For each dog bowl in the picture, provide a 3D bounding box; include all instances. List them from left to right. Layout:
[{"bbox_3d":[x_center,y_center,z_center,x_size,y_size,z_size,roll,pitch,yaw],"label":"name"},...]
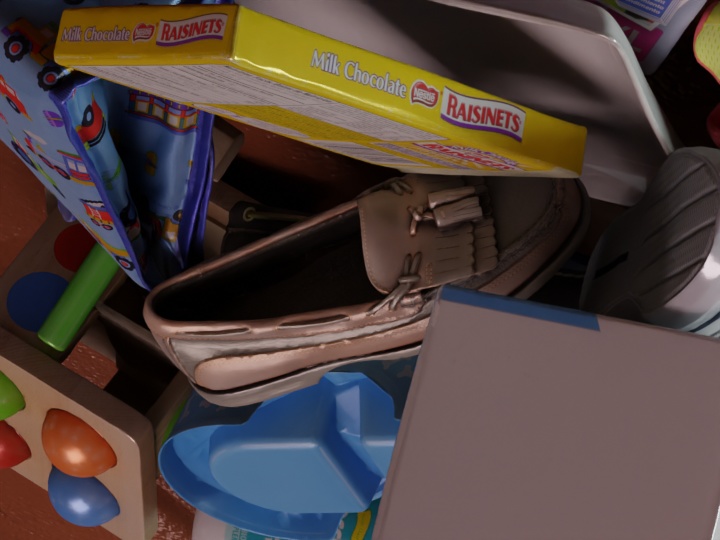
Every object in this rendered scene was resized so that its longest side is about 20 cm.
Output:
[{"bbox_3d":[0.005,0.077,1.303,0.199,0.050,0.112,-4,146,23],"label":"dog bowl"}]

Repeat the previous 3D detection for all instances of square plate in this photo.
[{"bbox_3d":[0.044,-0.087,1.173,0.197,0.029,0.200,17,166,25],"label":"square plate"}]

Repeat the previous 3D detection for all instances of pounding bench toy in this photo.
[{"bbox_3d":[-0.122,0.018,1.360,0.124,0.156,0.200,30,153,14],"label":"pounding bench toy"}]

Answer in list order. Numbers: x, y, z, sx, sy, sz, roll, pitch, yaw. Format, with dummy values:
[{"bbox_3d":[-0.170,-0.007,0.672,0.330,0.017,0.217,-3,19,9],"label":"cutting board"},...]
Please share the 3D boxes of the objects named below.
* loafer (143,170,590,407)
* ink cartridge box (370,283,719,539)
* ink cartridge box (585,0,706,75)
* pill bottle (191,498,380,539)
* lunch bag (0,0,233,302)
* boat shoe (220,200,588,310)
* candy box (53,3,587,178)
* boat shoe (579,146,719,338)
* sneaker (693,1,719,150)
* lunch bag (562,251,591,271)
[{"bbox_3d":[0.000,0.000,1.210,0.199,0.072,0.063,-24,141,20],"label":"loafer"},{"bbox_3d":[0.121,0.106,1.164,0.146,0.147,0.200,11,174,33],"label":"ink cartridge box"},{"bbox_3d":[0.095,-0.155,1.062,0.119,0.042,0.200,24,150,-4],"label":"ink cartridge box"},{"bbox_3d":[0.014,0.158,1.574,0.199,0.111,0.111,8,149,23],"label":"pill bottle"},{"bbox_3d":[-0.131,-0.079,1.217,0.151,0.094,0.200,44,156,26],"label":"lunch bag"},{"bbox_3d":[0.031,0.001,1.279,0.200,0.061,0.072,2,172,13],"label":"boat shoe"},{"bbox_3d":[-0.012,-0.068,1.104,0.102,0.027,0.200,1,170,44],"label":"candy box"},{"bbox_3d":[0.145,-0.005,1.145,0.066,0.074,0.200,13,175,-7],"label":"boat shoe"},{"bbox_3d":[0.188,-0.046,1.155,0.090,0.078,0.200,14,146,32],"label":"sneaker"},{"bbox_3d":[0.138,0.084,1.343,0.199,0.076,0.161,25,123,12],"label":"lunch bag"}]
